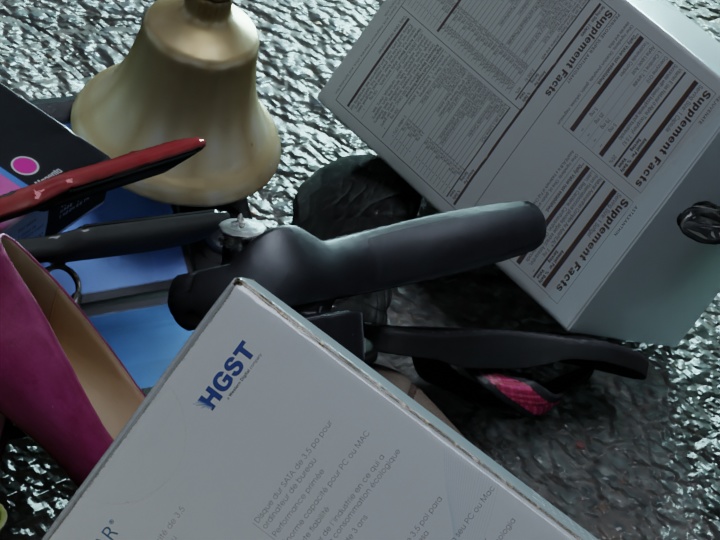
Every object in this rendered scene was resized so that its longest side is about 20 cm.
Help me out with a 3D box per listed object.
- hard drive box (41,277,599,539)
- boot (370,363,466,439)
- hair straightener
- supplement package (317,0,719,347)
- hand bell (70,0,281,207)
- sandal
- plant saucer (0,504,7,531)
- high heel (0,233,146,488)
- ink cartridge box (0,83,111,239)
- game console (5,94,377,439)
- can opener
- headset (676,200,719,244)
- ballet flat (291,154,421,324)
[{"bbox_3d":[-0.010,0.123,0.834,0.200,0.156,0.077,38,1,2],"label":"hard drive box"},{"bbox_3d":[-0.028,0.106,1.010,0.146,0.070,0.200,29,34,19],"label":"boot"},{"bbox_3d":[-0.133,0.000,0.945,0.200,0.041,0.077,-18,86,-44],"label":"hair straightener"},{"bbox_3d":[0.117,-0.082,1.213,0.200,0.151,0.152,44,16,26],"label":"supplement package"},{"bbox_3d":[-0.065,-0.136,1.021,0.104,0.201,0.104,10,42,-10],"label":"hand bell"},{"bbox_3d":[0.062,0.051,1.125,0.199,0.045,0.075,5,-2,-40],"label":"sandal"},{"bbox_3d":[-0.234,0.105,0.845,0.199,0.031,0.200,2,6,0],"label":"plant saucer"},{"bbox_3d":[-0.079,0.063,0.900,0.199,0.096,0.067,21,18,-11],"label":"high heel"},{"bbox_3d":[-0.219,-0.070,1.021,0.200,0.037,0.095,32,44,18],"label":"ink cartridge box"},{"bbox_3d":[-0.117,-0.011,1.032,0.199,0.116,0.177,-9,78,-29],"label":"game console"},{"bbox_3d":[0.000,0.000,1.017,0.199,0.079,0.063,-19,15,-39],"label":"can opener"},{"bbox_3d":[0.217,-0.011,1.153,0.094,0.124,0.200,17,4,14],"label":"headset"},{"bbox_3d":[-0.007,-0.010,1.190,0.066,0.057,0.200,2,28,11],"label":"ballet flat"}]
